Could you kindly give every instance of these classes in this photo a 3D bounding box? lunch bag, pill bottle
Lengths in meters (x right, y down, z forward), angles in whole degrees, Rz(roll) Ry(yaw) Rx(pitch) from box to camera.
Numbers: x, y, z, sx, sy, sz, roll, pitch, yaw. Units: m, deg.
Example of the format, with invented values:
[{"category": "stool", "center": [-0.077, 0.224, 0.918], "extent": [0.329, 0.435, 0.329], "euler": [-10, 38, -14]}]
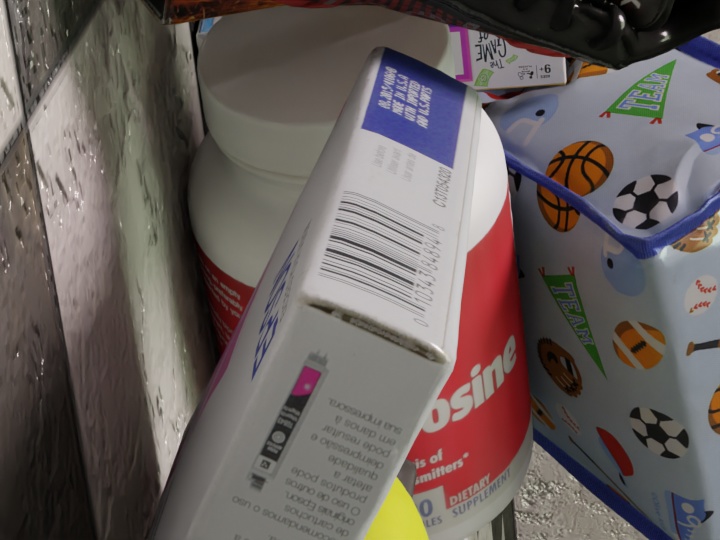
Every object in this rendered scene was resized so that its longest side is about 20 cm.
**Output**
[{"category": "lunch bag", "center": [0.102, -0.010, 0.882], "extent": [0.200, 0.124, 0.170], "euler": [34, -34, 49]}, {"category": "pill bottle", "center": [0.000, 0.000, 0.803], "extent": [0.112, 0.112, 0.200], "euler": [-87, 171, -48]}]

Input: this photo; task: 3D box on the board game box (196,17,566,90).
[{"category": "board game box", "center": [0.013, -0.133, 0.903], "extent": [0.200, 0.134, 0.034], "euler": [-84, 169, -56]}]

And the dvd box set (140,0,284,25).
[{"category": "dvd box set", "center": [0.029, -0.156, 0.699], "extent": [0.029, 0.200, 0.146], "euler": [53, -36, 38]}]

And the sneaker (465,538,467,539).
[{"category": "sneaker", "center": [0.044, 0.179, 1.147], "extent": [0.200, 0.080, 0.147], "euler": [-52, 154, -72]}]

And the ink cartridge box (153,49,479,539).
[{"category": "ink cartridge box", "center": [-0.029, 0.058, 0.600], "extent": [0.200, 0.043, 0.196], "euler": [-63, -174, 21]}]

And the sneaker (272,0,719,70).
[{"category": "sneaker", "center": [0.038, -0.101, 0.647], "extent": [0.200, 0.098, 0.071], "euler": [7, 95, -41]}]

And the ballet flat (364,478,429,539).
[{"category": "ballet flat", "center": [0.001, 0.144, 0.661], "extent": [0.067, 0.067, 0.200], "euler": [58, 41, -37]}]

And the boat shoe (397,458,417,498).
[{"category": "boat shoe", "center": [-0.012, 0.151, 0.745], "extent": [0.073, 0.065, 0.200], "euler": [119, -25, -76]}]
